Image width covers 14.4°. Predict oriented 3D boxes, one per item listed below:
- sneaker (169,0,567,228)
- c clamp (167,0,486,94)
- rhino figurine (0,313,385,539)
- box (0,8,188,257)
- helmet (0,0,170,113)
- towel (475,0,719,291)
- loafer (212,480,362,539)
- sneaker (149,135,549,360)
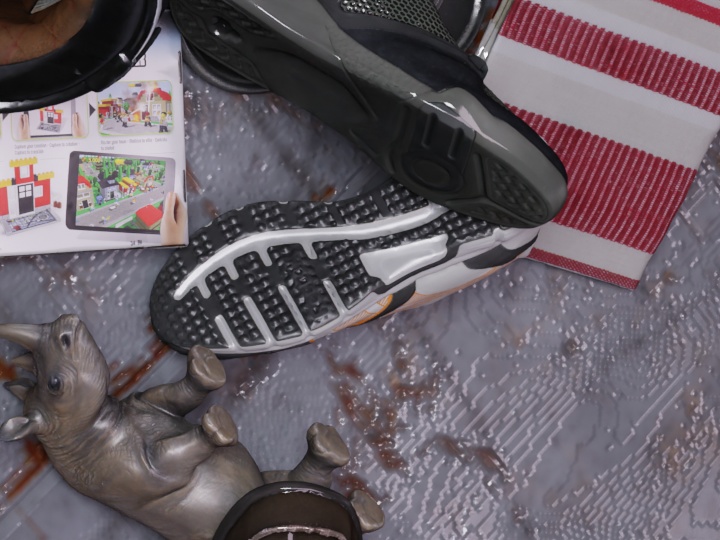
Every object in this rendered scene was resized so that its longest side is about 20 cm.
[{"bbox_3d":[0.024,-0.106,1.281,0.199,0.076,0.114,34,61,5],"label":"sneaker"},{"bbox_3d":[-0.009,-0.170,1.346,0.200,0.027,0.171,-14,105,-28],"label":"c clamp"},{"bbox_3d":[-0.090,0.080,1.285,0.200,0.060,0.087,34,121,-24],"label":"rhino figurine"},{"bbox_3d":[-0.174,-0.059,1.255,0.200,0.035,0.110,-4,95,-28],"label":"box"},{"bbox_3d":[-0.159,-0.182,1.170,0.200,0.200,0.191,19,46,-28],"label":"helmet"},{"bbox_3d":[0.120,-0.096,1.383,0.144,0.023,0.200,17,107,-29],"label":"towel"},{"bbox_3d":[-0.038,0.188,1.279,0.073,0.071,0.200,5,117,-11],"label":"loafer"},{"bbox_3d":[0.000,0.000,1.325,0.200,0.080,0.074,-19,67,-5],"label":"sneaker"}]
